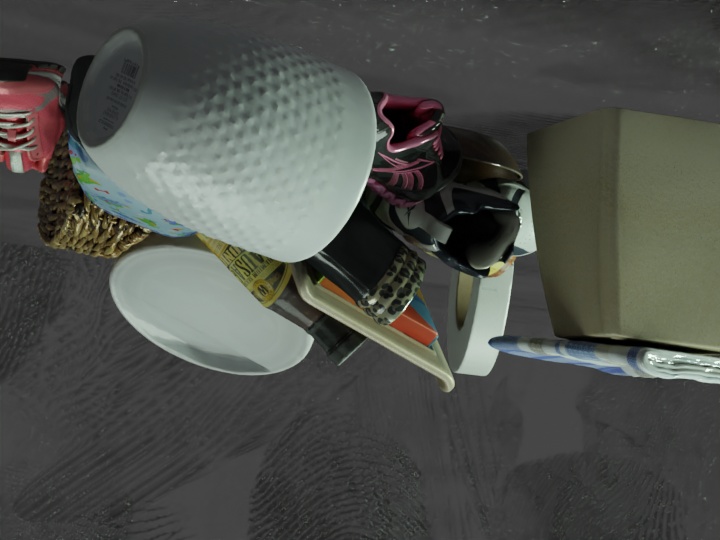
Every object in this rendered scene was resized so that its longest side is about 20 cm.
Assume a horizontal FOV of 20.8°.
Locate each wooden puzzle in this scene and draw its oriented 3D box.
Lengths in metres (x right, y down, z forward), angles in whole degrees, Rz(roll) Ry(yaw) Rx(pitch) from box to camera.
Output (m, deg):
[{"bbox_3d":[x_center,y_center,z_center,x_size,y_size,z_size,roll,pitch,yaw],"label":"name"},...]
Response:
[{"bbox_3d":[0.000,0.000,1.709,0.200,0.037,0.185,36,-160,-34],"label":"wooden puzzle"}]

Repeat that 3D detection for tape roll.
[{"bbox_3d":[0.129,0.013,2.126,0.037,0.204,0.203,7,175,-7],"label":"tape roll"}]

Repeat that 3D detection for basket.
[{"bbox_3d":[-0.207,-0.079,1.797,0.148,0.143,0.200,9,175,-19],"label":"basket"}]

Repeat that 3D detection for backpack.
[{"bbox_3d":[-0.162,-0.100,1.589,0.163,0.154,0.200,16,-172,-7],"label":"backpack"}]

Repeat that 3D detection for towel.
[{"bbox_3d":[0.222,0.076,1.654,0.147,0.024,0.200,10,176,-35],"label":"towel"}]

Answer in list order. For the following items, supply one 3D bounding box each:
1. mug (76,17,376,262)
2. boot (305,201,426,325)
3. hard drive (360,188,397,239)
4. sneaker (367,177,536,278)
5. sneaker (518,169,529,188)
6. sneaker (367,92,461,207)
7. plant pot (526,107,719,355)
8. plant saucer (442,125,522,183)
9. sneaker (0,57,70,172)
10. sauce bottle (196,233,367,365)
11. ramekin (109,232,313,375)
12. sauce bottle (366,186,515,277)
[{"bbox_3d":[-0.111,-0.112,1.389,0.175,0.148,0.200,19,-161,-35],"label":"mug"},{"bbox_3d":[-0.018,-0.045,1.627,0.154,0.073,0.204,40,-158,-12],"label":"boot"},{"bbox_3d":[-0.044,-0.054,1.850,0.139,0.033,0.200,11,158,24],"label":"hard drive"},{"bbox_3d":[0.116,-0.032,1.711,0.199,0.080,0.130,20,-165,-39],"label":"sneaker"},{"bbox_3d":[0.200,-0.062,1.885,0.084,0.073,0.200,-10,-171,-15],"label":"sneaker"},{"bbox_3d":[0.037,-0.105,1.568,0.095,0.079,0.200,-22,166,31],"label":"sneaker"},{"bbox_3d":[0.251,-0.023,1.630,0.199,0.178,0.200,8,175,-14],"label":"plant pot"},{"bbox_3d":[0.049,-0.108,1.777,0.199,0.032,0.200,6,175,1],"label":"plant saucer"},{"bbox_3d":[-0.282,-0.127,1.653,0.073,0.087,0.200,6,175,4],"label":"sneaker"},{"bbox_3d":[-0.073,-0.003,1.708,0.200,0.066,0.066,45,176,2],"label":"sauce bottle"},{"bbox_3d":[-0.128,0.004,1.843,0.202,0.094,0.203,13,145,9],"label":"ramekin"},{"bbox_3d":[0.075,-0.047,1.828,0.066,0.066,0.200,3,165,34],"label":"sauce bottle"}]
